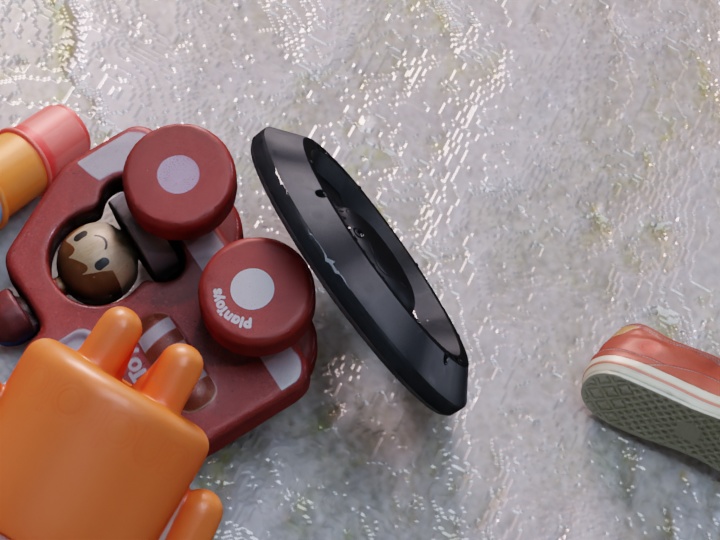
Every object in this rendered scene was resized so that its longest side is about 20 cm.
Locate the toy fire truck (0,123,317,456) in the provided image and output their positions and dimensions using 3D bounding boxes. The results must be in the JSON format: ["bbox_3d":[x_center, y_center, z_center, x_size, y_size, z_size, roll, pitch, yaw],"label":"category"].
[{"bbox_3d":[-0.124,0.022,1.478,0.168,0.112,0.200,-32,73,-12],"label":"toy fire truck"}]

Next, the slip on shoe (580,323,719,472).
[{"bbox_3d":[0.234,0.090,1.577,0.199,0.074,0.061,25,51,2],"label":"slip on shoe"}]

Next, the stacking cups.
[{"bbox_3d":[-0.239,-0.031,1.499,0.061,0.061,0.200,45,51,11],"label":"stacking cups"}]

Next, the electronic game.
[{"bbox_3d":[0.000,0.000,1.493,0.042,0.200,0.200,-36,71,9],"label":"electronic game"}]

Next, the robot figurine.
[{"bbox_3d":[-0.159,0.116,1.367,0.144,0.117,0.200,33,85,-42],"label":"robot figurine"}]
